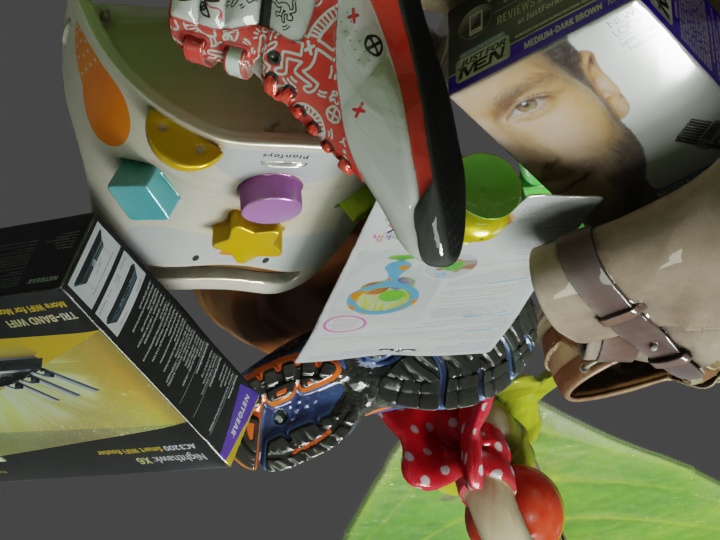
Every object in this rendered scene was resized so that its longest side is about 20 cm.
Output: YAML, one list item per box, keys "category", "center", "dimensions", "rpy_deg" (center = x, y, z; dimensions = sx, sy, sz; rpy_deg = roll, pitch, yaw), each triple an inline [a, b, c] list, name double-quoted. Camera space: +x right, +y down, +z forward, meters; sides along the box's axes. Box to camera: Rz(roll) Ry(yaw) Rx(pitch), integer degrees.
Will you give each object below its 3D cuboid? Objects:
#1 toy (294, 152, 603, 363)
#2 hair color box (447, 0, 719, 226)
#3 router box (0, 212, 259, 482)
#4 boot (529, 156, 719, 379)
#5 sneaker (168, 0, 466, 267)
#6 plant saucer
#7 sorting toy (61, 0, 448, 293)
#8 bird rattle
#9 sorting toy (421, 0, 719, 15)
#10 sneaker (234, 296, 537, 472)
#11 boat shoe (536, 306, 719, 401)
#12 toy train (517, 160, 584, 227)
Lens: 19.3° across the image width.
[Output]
- category: "toy"
  center: [0.038, -0.009, 1.095]
  dimensions: [0.114, 0.048, 0.200]
  rpy_deg: [-2, 159, -15]
- category: "hair color box"
  center: [0.143, -0.074, 1.044]
  dimensions: [0.109, 0.065, 0.200]
  rpy_deg: [-25, 133, 30]
- category: "router box"
  center: [-0.179, 0.048, 1.152]
  dimensions: [0.199, 0.052, 0.157]
  rpy_deg: [-8, 137, 36]
- category: "boot"
  center: [0.152, -0.014, 1.013]
  dimensions: [0.145, 0.071, 0.200]
  rpy_deg: [-10, 141, 13]
- category: "sneaker"
  center: [-0.022, -0.091, 0.970]
  dimensions: [0.107, 0.203, 0.067]
  rpy_deg: [-13, -172, 15]
- category: "plant saucer"
  center: [0.000, 0.000, 1.230]
  dimensions: [0.198, 0.038, 0.201]
  rpy_deg: [-7, 147, -5]
- category: "sorting toy"
  center: [-0.059, -0.046, 1.082]
  dimensions: [0.198, 0.108, 0.180]
  rpy_deg: [2, 147, -16]
- category: "bird rattle"
  center: [0.091, 0.127, 1.314]
  dimensions: [0.112, 0.164, 0.200]
  rpy_deg: [-25, 178, 5]
- category: "sorting toy"
  center: [0.115, -0.178, 0.996]
  dimensions: [0.199, 0.037, 0.185]
  rpy_deg: [13, 141, -24]
- category: "sneaker"
  center: [0.007, 0.049, 1.219]
  dimensions: [0.198, 0.078, 0.076]
  rpy_deg: [-17, 105, -10]
- category: "boat shoe"
  center: [0.209, 0.039, 1.309]
  dimensions: [0.198, 0.072, 0.076]
  rpy_deg: [-14, 147, 7]
- category: "toy train"
  center: [0.114, -0.055, 1.175]
  dimensions: [0.056, 0.042, 0.200]
  rpy_deg: [-4, 148, 12]
